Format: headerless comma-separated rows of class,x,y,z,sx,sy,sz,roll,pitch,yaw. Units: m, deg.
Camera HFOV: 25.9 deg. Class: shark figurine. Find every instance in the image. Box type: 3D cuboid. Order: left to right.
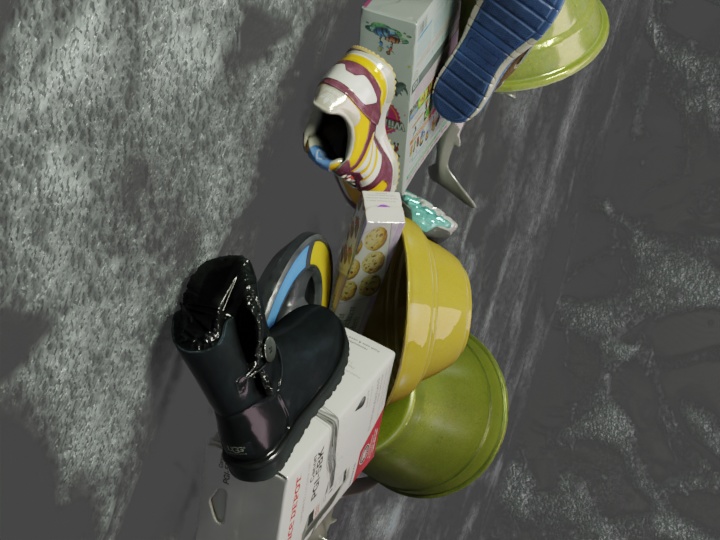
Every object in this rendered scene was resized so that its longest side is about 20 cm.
shark figurine,-0.038,0.282,1.743,0.214,0.089,0.129,1,106,-73
shark figurine,0.135,-0.193,1.835,0.128,0.089,0.216,46,59,-72

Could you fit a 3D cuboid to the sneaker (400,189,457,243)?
sneaker,0.044,-0.029,1.653,0.092,0.077,0.200,-60,-175,-6

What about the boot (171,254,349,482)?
boot,-0.078,0.050,1.293,0.201,0.076,0.169,-61,146,-44

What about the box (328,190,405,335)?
box,0.000,0.000,1.522,0.200,0.041,0.039,111,-24,-50

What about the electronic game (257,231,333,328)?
electronic game,-0.070,0.061,1.469,0.200,0.041,0.201,17,90,-76

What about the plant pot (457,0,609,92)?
plant pot,0.154,-0.322,1.638,0.185,0.199,0.201,76,32,-42

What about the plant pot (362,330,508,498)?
plant pot,0.034,0.142,1.698,0.193,0.199,0.202,22,85,-63

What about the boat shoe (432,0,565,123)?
boat shoe,0.141,-0.238,1.548,0.200,0.072,0.072,-50,178,31

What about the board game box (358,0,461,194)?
board game box,0.048,-0.202,1.577,0.148,0.064,0.201,-56,156,-47

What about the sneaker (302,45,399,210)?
sneaker,-0.016,-0.111,1.447,0.090,0.075,0.201,-47,151,-30

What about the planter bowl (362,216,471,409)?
planter bowl,0.058,0.039,1.534,0.200,0.083,0.202,-176,-90,-77

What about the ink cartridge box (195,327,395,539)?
ink cartridge box,-0.057,0.163,1.426,0.200,0.083,0.147,-47,155,-46
